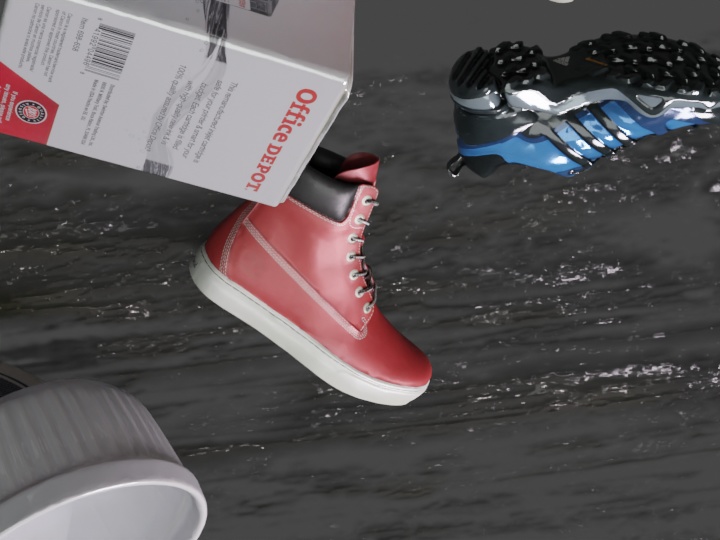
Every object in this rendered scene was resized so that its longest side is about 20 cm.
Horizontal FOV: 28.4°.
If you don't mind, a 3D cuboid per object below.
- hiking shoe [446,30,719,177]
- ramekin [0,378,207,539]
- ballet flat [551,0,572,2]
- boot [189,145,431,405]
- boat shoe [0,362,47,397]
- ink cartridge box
[{"bbox_3d":[0.157,-0.107,0.956,0.198,0.075,0.087,1,131,4],"label":"hiking shoe"},{"bbox_3d":[-0.220,0.167,1.017,0.199,0.105,0.201,-23,149,-15],"label":"ramekin"},{"bbox_3d":[0.135,-0.205,0.876,0.199,0.072,0.072,-23,123,6],"label":"ballet flat"},{"bbox_3d":[0.000,0.000,1.000,0.199,0.073,0.144,34,111,-21],"label":"boot"},{"bbox_3d":[-0.307,0.107,1.012,0.198,0.093,0.075,18,119,-18],"label":"boat shoe"},{"bbox_3d":[-0.116,-0.130,0.861,0.198,0.084,0.144,16,146,-16],"label":"ink cartridge box"}]
